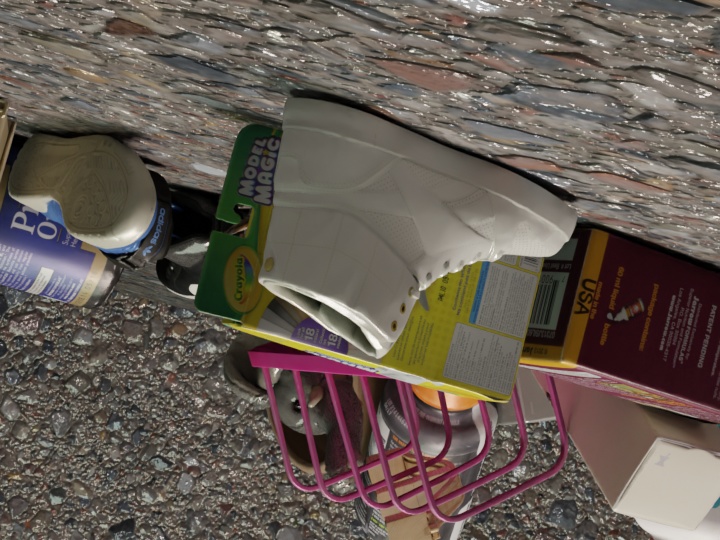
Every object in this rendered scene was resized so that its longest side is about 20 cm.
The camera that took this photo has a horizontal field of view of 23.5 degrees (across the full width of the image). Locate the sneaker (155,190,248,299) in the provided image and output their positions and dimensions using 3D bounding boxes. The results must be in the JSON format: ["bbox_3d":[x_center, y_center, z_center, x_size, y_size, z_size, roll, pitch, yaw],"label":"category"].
[{"bbox_3d":[-0.146,-0.029,1.444,0.111,0.074,0.199,22,163,-32],"label":"sneaker"}]

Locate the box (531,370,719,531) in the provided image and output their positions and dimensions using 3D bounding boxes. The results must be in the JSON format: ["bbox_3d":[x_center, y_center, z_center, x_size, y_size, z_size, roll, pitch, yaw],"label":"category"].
[{"bbox_3d":[0.190,0.093,1.252,0.082,0.069,0.201,18,-154,-26],"label":"box"}]

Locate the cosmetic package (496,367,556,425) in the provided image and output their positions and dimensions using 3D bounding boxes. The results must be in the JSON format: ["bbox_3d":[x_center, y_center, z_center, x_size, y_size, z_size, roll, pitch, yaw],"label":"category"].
[{"bbox_3d":[0.169,0.083,1.458,0.106,0.091,0.200,-9,177,-4],"label":"cosmetic package"}]

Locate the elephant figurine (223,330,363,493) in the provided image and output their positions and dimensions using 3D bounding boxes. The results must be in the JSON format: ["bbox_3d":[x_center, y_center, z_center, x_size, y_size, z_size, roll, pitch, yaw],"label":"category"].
[{"bbox_3d":[-0.046,0.073,1.463,0.140,0.202,0.155,14,175,2],"label":"elephant figurine"}]

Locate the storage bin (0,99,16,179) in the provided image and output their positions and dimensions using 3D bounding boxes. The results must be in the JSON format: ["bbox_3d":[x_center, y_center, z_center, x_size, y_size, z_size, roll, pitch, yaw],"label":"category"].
[{"bbox_3d":[-0.354,-0.038,1.168,0.197,0.202,0.094,16,173,-10],"label":"storage bin"}]

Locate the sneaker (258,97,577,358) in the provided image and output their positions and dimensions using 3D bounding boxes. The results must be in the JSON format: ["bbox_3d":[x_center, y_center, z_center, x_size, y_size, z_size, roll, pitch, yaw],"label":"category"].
[{"bbox_3d":[0.028,-0.008,0.916,0.199,0.117,0.073,17,172,-37],"label":"sneaker"}]

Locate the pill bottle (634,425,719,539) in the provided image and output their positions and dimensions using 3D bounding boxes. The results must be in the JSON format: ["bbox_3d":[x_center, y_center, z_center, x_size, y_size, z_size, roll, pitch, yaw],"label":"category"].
[{"bbox_3d":[0.272,0.144,1.324,0.110,0.202,0.111,15,174,1],"label":"pill bottle"}]

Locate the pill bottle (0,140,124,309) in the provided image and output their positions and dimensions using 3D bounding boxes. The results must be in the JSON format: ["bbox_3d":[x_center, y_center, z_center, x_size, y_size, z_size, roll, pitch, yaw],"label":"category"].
[{"bbox_3d":[-0.284,-0.047,1.357,0.198,0.113,0.112,17,174,-22],"label":"pill bottle"}]

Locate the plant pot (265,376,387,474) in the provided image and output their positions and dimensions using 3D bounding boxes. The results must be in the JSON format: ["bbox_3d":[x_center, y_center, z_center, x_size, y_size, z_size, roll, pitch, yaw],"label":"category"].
[{"bbox_3d":[0.019,0.091,1.676,0.173,0.203,0.200,-1,-177,-30],"label":"plant pot"}]

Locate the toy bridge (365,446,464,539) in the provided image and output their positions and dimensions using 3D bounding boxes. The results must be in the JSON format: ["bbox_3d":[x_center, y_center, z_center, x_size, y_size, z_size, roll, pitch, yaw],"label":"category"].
[{"bbox_3d":[0.045,0.171,1.328,0.067,0.027,0.200,-16,-171,-2],"label":"toy bridge"}]

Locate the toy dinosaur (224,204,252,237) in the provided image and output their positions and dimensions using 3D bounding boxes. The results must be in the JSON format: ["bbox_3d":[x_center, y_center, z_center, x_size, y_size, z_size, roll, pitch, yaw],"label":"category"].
[{"bbox_3d":[-0.036,-0.023,1.130,0.134,0.087,0.200,21,170,10],"label":"toy dinosaur"}]

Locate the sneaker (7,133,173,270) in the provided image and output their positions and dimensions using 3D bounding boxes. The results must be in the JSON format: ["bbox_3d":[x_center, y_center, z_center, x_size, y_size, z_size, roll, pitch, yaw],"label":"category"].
[{"bbox_3d":[-0.167,-0.044,1.240,0.111,0.077,0.199,26,174,-34],"label":"sneaker"}]

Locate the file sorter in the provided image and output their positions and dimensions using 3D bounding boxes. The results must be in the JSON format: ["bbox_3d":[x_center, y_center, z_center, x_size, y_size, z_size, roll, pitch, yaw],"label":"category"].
[{"bbox_3d":[0.036,0.101,1.273,0.138,0.127,0.199,-19,-170,-32],"label":"file sorter"}]

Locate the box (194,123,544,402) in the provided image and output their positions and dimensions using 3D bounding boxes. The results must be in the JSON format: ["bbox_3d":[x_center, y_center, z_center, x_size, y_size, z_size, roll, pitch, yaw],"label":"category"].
[{"bbox_3d":[0.005,-0.003,1.003,0.198,0.119,0.048,18,173,-21],"label":"box"}]

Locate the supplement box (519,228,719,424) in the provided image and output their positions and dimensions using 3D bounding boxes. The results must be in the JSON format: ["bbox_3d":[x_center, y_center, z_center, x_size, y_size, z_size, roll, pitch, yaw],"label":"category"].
[{"bbox_3d":[0.188,0.040,1.108,0.198,0.087,0.110,18,174,-26],"label":"supplement box"}]

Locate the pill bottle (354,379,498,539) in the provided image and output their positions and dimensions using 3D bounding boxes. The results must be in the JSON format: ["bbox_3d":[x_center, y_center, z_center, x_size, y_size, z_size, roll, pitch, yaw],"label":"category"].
[{"bbox_3d":[0.061,0.152,1.534,0.105,0.107,0.201,14,130,1],"label":"pill bottle"}]
